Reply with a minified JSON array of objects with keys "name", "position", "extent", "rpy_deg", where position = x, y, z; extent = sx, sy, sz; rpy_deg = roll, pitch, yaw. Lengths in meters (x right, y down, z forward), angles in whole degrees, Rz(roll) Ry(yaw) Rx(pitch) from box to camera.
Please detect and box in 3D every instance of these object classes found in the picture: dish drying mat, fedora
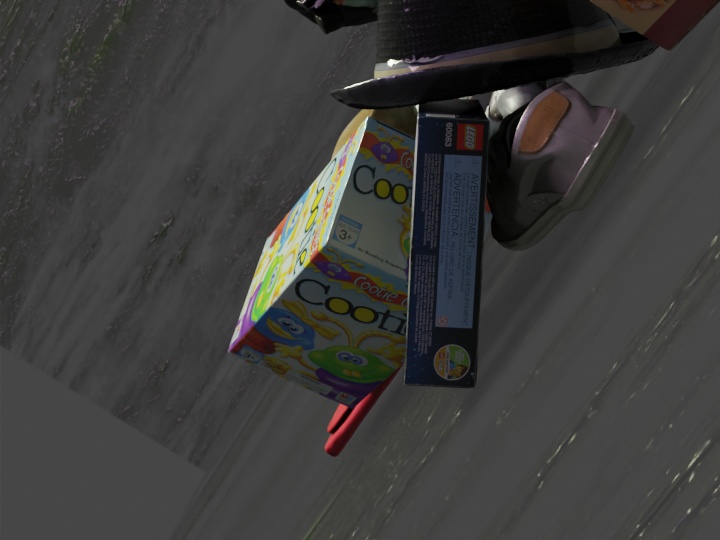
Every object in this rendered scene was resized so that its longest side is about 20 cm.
[{"name":"dish drying mat","position":[0.029,0.051,1.449],"extent":[0.200,0.018,0.077],"rpy_deg":[-56,3,37]},{"name":"fedora","position":[0.071,-0.147,1.095],"extent":[0.201,0.200,0.092],"rpy_deg":[-75,-25,-82]}]

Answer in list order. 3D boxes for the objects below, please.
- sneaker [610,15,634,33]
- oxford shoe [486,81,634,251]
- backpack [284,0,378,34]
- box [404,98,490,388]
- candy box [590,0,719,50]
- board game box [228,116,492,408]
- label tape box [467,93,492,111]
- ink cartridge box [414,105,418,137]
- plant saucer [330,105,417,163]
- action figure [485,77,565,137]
[{"name":"sneaker","position":[0.131,-0.207,1.265],"extent":[0.200,0.071,0.099],"rpy_deg":[16,73,55]},{"name":"oxford shoe","position":[0.094,-0.058,1.067],"extent":[0.075,0.058,0.200],"rpy_deg":[-61,1,-9]},{"name":"backpack","position":[0.027,-0.250,1.177],"extent":[0.127,0.167,0.200],"rpy_deg":[-14,-10,-37]},{"name":"box","position":[0.046,-0.022,1.091],"extent":[0.200,0.038,0.137],"rpy_deg":[-76,-11,-82]},{"name":"candy box","position":[0.198,-0.220,1.007],"extent":[0.200,0.055,0.115],"rpy_deg":[-59,3,-19]},{"name":"board game box","position":[0.000,0.000,1.357],"extent":[0.200,0.105,0.103],"rpy_deg":[-47,21,58]},{"name":"label tape box","position":[0.081,-0.080,1.510],"extent":[0.144,0.063,0.200],"rpy_deg":[-58,2,38]},{"name":"ink cartridge box","position":[0.097,-0.140,1.686],"extent":[0.200,0.086,0.148],"rpy_deg":[-58,2,34]},{"name":"plant saucer","position":[0.009,-0.043,1.562],"extent":[0.200,0.035,0.200],"rpy_deg":[4,-90,-72]},{"name":"action figure","position":[0.123,-0.134,1.377],"extent":[0.130,0.069,0.200],"rpy_deg":[-50,10,21]}]
